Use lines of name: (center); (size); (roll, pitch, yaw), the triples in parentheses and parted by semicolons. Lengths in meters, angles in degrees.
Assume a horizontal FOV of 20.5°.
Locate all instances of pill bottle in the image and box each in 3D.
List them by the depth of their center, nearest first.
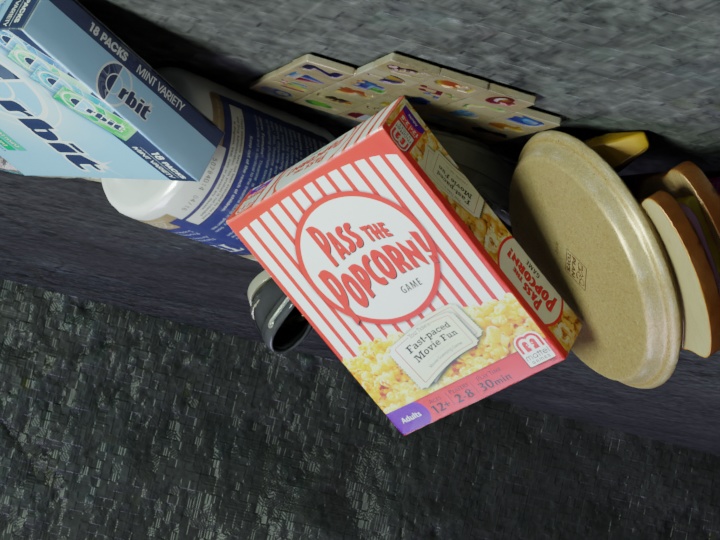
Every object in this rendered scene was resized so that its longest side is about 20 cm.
pill bottle: (-0.080, -0.066, 1.445); (0.200, 0.111, 0.111); (20, 170, -42)

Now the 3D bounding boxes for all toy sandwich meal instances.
toy sandwich meal: (0.174, -0.014, 1.320); (0.070, 0.205, 0.205); (-24, -175, -19)

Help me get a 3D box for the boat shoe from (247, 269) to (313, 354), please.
boat shoe: (0.000, 0.000, 1.540); (0.200, 0.063, 0.073); (-32, 135, 21)

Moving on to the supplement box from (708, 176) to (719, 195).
supplement box: (0.262, -0.004, 1.378); (0.101, 0.104, 0.200); (17, 173, -28)

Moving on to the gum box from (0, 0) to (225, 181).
gum box: (-0.215, -0.124, 1.327); (0.200, 0.045, 0.170); (4, 151, 45)

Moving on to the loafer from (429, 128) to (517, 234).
loafer: (0.074, -0.052, 1.402); (0.200, 0.070, 0.070); (19, 171, -40)

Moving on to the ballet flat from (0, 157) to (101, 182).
ballet flat: (-0.231, -0.109, 1.653); (0.200, 0.068, 0.062); (11, 146, -13)

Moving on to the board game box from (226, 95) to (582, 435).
board game box: (0.029, 0.001, 1.341); (0.151, 0.046, 0.200); (-30, 106, 37)

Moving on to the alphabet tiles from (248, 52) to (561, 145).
alphabet tiles: (0.031, -0.113, 1.315); (0.167, 0.008, 0.200); (15, 172, -18)
